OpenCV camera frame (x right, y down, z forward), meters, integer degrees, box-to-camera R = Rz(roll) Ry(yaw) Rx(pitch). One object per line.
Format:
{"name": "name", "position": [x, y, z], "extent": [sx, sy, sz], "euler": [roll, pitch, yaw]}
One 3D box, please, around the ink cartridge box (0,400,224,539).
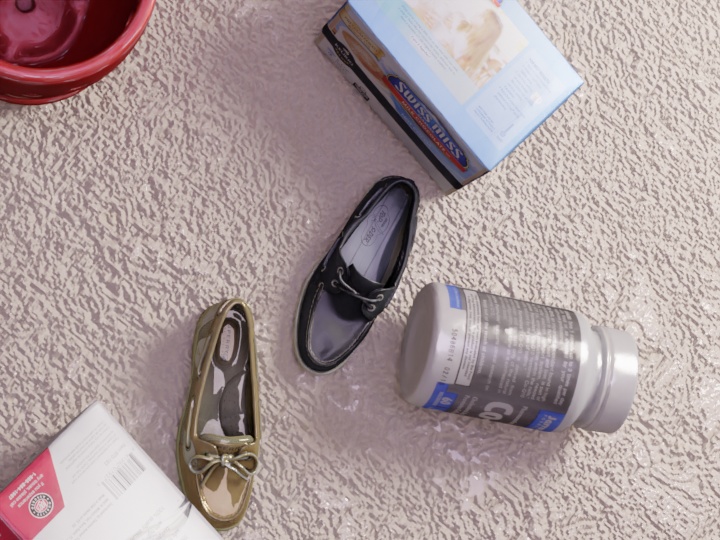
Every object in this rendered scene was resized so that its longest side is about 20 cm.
{"name": "ink cartridge box", "position": [-0.213, 0.236, 1.491], "extent": [0.200, 0.083, 0.145], "euler": [49, 48, -4]}

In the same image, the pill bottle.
{"name": "pill bottle", "position": [0.144, 0.084, 1.613], "extent": [0.198, 0.114, 0.115], "euler": [12, 80, -12]}

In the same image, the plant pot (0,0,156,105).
{"name": "plant pot", "position": [-0.278, -0.237, 1.508], "extent": [0.198, 0.182, 0.203], "euler": [2, 82, -15]}

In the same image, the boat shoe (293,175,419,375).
{"name": "boat shoe", "position": [0.002, 0.001, 1.611], "extent": [0.074, 0.066, 0.200], "euler": [34, 76, -8]}

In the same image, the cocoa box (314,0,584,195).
{"name": "cocoa box", "position": [0.079, -0.193, 1.622], "extent": [0.133, 0.131, 0.200], "euler": [-42, 94, -16]}

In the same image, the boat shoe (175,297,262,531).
{"name": "boat shoe", "position": [-0.120, 0.126, 1.565], "extent": [0.072, 0.063, 0.203], "euler": [8, 81, -13]}
